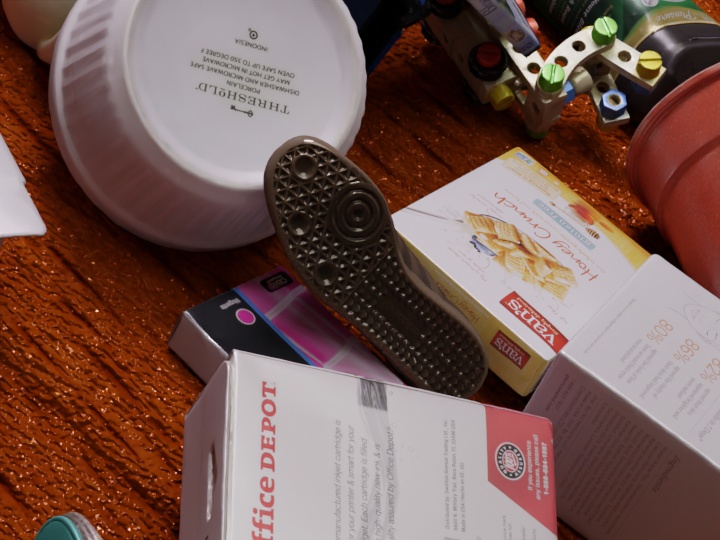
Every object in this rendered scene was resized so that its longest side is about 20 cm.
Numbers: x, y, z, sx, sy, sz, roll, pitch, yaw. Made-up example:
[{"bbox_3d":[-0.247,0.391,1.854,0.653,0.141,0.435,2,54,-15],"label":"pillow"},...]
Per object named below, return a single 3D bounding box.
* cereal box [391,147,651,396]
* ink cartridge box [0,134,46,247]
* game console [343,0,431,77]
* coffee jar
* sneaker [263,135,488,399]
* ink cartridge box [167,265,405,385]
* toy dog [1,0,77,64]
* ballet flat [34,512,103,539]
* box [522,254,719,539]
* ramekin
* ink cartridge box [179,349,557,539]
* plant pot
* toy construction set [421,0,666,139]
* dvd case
[{"bbox_3d":[0.107,-0.004,1.599,0.144,0.040,0.200,40,32,12],"label":"cereal box"},{"bbox_3d":[-0.277,-0.067,1.412,0.115,0.068,0.200,-5,48,-34],"label":"ink cartridge box"},{"bbox_3d":[-0.043,-0.232,1.645,0.201,0.118,0.171,63,4,38],"label":"game console"},{"bbox_3d":[0.204,-0.201,1.865,0.104,0.086,0.200,-5,48,-41],"label":"coffee jar"},{"bbox_3d":[0.000,0.000,1.472,0.200,0.070,0.076,54,-6,-19],"label":"sneaker"},{"bbox_3d":[-0.016,0.085,1.436,0.200,0.037,0.095,45,40,17],"label":"ink cartridge box"},{"bbox_3d":[-0.176,-0.251,1.582,0.139,0.201,0.194,26,37,-3],"label":"toy dog"},{"bbox_3d":[-0.123,0.214,1.204,0.067,0.068,0.201,24,38,-39],"label":"ballet flat"},{"bbox_3d":[0.211,0.112,1.490,0.200,0.107,0.152,37,37,11],"label":"box"},{"bbox_3d":[-0.087,-0.118,1.492,0.201,0.094,0.204,4,79,-22],"label":"ramekin"},{"bbox_3d":[0.003,0.142,1.314,0.199,0.083,0.148,14,56,-20],"label":"ink cartridge box"},{"bbox_3d":[0.302,-0.017,1.645,0.200,0.201,0.196,7,50,-26],"label":"plant pot"},{"bbox_3d":[0.122,-0.179,1.781,0.131,0.092,0.200,-24,50,-18],"label":"toy construction set"},{"bbox_3d":[0.051,-0.242,1.664,0.200,0.018,0.143,35,24,-55],"label":"dvd case"}]
